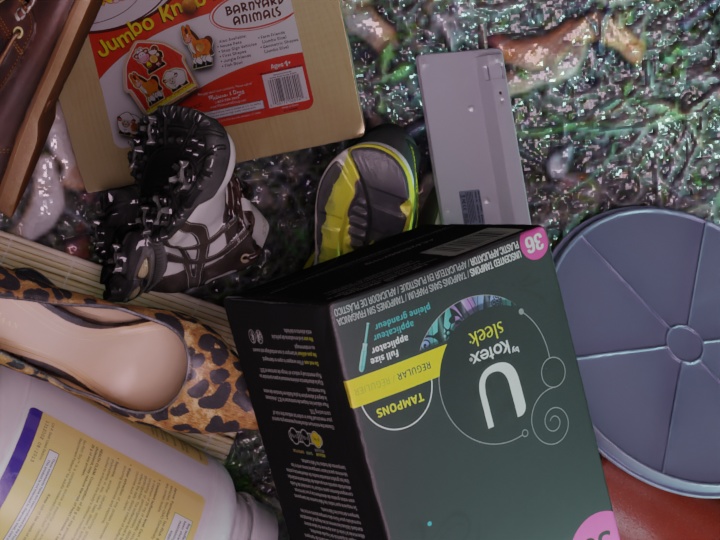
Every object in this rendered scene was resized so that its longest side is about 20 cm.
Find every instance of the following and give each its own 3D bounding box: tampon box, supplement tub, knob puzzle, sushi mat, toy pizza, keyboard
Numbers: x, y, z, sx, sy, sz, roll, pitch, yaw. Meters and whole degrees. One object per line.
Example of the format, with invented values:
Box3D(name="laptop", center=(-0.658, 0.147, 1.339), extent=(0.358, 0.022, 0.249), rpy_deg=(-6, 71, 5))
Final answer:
Box3D(name="tampon box", center=(0.037, 0.089, 1.514), extent=(0.149, 0.126, 0.201), rpy_deg=(-21, 101, -27))
Box3D(name="supplement tub", center=(-0.165, 0.154, 1.607), extent=(0.199, 0.145, 0.146), rpy_deg=(30, 96, -18))
Box3D(name="knob puzzle", center=(-0.103, -0.162, 1.594), extent=(0.218, 0.030, 0.221), rpy_deg=(1, 102, 5))
Box3D(name="sushi mat", center=(-0.155, 0.048, 1.652), extent=(0.199, 0.012, 0.096), rpy_deg=(20, 98, -16))
Box3D(name="toy pizza", center=(0.196, 0.052, 1.668), extent=(0.199, 0.032, 0.201), rpy_deg=(11, 59, -18))
Box3D(name="keyboard", center=(0.075, -0.039, 1.628), extent=(0.056, 0.011, 0.201), rpy_deg=(-7, 77, -7))

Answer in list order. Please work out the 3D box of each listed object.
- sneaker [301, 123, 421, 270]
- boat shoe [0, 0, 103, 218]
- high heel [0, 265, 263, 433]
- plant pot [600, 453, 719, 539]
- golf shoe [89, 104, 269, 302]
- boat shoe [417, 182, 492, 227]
Box3D(name="sneaker", center=(0.000, 0.000, 1.641), extent=(0.074, 0.085, 0.201), rpy_deg=(24, 121, 6))
Box3D(name="boat shoe", center=(-0.198, -0.130, 1.557), extent=(0.070, 0.070, 0.201), rpy_deg=(25, 103, -2))
Box3D(name="high heel", center=(-0.152, 0.050, 1.521), extent=(0.199, 0.142, 0.072), rpy_deg=(25, 98, 16))
Box3D(name="plant pot", center=(0.180, 0.210, 1.681), extent=(0.195, 0.201, 0.201), rpy_deg=(35, 95, -9))
Box3D(name="golf shoe", center=(-0.093, -0.042, 1.563), extent=(0.094, 0.200, 0.078), rpy_deg=(-1, 72, -20))
Box3D(name="boat shoe", center=(0.047, 0.047, 1.663), extent=(0.060, 0.072, 0.202), rpy_deg=(16, 98, -11))
